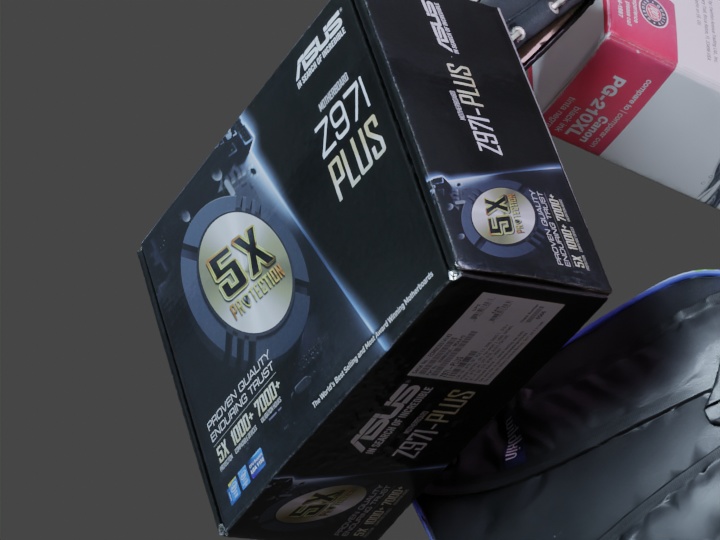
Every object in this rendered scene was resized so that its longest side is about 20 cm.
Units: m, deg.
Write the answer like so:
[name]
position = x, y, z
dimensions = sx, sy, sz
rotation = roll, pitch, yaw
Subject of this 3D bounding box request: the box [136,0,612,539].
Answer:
[box]
position = 0.000, 0.000, 1.321
dimensions = 0.086, 0.200, 0.164
rotation = 9, 48, -35

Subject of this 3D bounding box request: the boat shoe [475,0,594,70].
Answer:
[boat shoe]
position = 0.054, -0.099, 1.532
dimensions = 0.060, 0.076, 0.200
rotation = 37, 63, 3

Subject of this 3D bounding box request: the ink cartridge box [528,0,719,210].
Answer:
[ink cartridge box]
position = 0.197, -0.116, 1.698
dimensions = 0.199, 0.084, 0.145
rotation = 23, 41, -21

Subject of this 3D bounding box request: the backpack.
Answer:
[backpack]
position = 0.146, 0.106, 1.347
dimensions = 0.147, 0.200, 0.184
rotation = 25, 35, -51
